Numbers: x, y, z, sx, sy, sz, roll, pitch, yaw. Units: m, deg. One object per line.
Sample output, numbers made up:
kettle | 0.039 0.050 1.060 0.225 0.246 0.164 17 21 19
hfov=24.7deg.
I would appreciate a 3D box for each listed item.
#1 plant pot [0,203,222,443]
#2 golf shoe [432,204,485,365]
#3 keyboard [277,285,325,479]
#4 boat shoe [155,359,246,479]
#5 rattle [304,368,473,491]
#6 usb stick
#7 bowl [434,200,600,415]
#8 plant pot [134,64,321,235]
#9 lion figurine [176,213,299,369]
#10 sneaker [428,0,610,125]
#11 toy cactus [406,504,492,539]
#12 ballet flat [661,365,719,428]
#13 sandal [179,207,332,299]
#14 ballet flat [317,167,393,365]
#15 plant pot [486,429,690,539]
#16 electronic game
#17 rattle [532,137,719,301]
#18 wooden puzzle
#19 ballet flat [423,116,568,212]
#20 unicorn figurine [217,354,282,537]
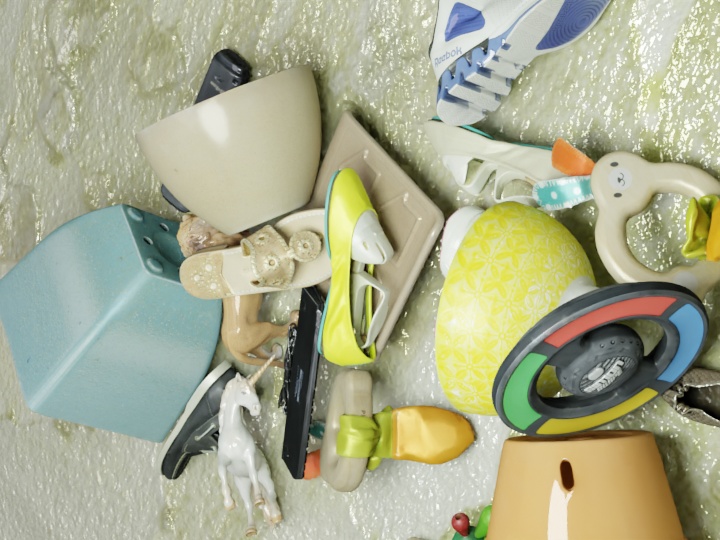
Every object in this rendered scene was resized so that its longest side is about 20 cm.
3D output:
plant pot | -0.266 0.043 1.862 0.200 0.195 0.197 -47 47 23
golf shoe | 0.122 0.040 1.602 0.091 0.075 0.202 10 105 38
keyboard | -0.063 0.114 1.757 0.127 0.020 0.202 -132 48 -67
boat shoe | -0.181 0.189 1.909 0.067 0.072 0.200 38 130 3
rattle | 0.018 0.179 1.743 0.200 0.141 0.131 111 144 -60
usb stick | -0.178 -0.156 1.869 0.055 0.032 0.201 44 123 29
bowl | 0.163 0.044 1.485 0.107 0.199 0.202 13 106 33
plant pot | -0.120 -0.116 1.724 0.199 0.200 0.136 -20 94 42
lion figurine | -0.130 0.028 1.796 0.072 0.122 0.202 -18 85 42
sneaker | 0.129 -0.240 1.535 0.199 0.080 0.116 -39 55 27
toy cactus | 0.095 0.325 1.671 0.164 0.102 0.202 25 122 48
ballet flat | 0.347 0.118 1.424 0.199 0.046 0.068 10 103 42
sandal | -0.103 -0.003 1.690 0.210 0.070 0.078 -14 104 26
ballet flat | 0.000 0.000 1.638 0.066 0.067 0.202 13 107 29
plant pot | 0.199 0.219 1.481 0.199 0.199 0.142 -6 87 43
electronic game | 0.205 0.078 1.403 0.200 0.198 0.042 -52 45 35
rattle | 0.233 -0.063 1.410 0.200 0.143 0.130 43 102 16
wooden puzzle | 0.010 -0.037 1.701 0.200 0.046 0.186 52 130 37
ballet flat | 0.129 -0.098 1.568 0.199 0.069 0.070 18 109 40
unicorn figurine | -0.126 0.205 1.812 0.201 0.073 0.139 101 161 -57
